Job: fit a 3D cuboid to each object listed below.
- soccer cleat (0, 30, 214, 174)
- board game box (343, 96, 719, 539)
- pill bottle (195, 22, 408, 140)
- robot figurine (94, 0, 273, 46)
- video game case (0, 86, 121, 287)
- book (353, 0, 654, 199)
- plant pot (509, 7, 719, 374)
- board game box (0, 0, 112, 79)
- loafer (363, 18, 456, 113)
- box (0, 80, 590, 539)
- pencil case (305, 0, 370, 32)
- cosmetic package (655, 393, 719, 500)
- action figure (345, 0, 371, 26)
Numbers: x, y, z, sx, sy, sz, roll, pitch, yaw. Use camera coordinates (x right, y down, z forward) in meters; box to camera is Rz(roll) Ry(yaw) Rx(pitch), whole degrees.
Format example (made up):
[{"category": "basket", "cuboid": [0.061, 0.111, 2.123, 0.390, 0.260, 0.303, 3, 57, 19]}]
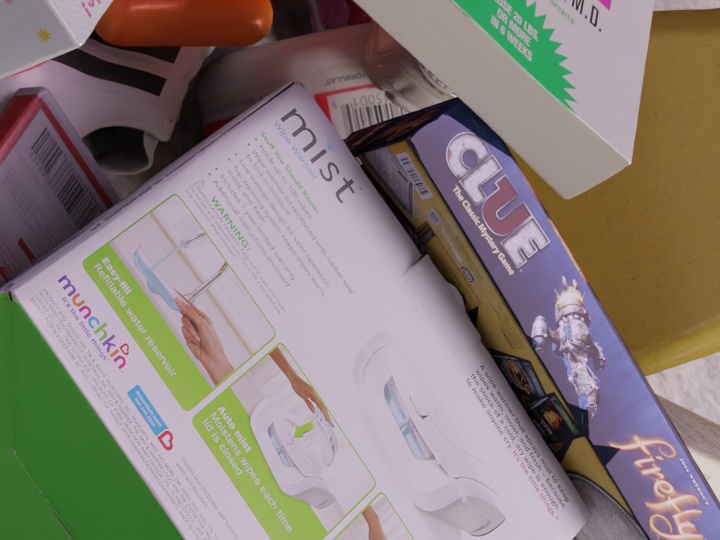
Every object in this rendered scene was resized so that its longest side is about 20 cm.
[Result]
[{"category": "soccer cleat", "cuboid": [-0.093, -0.087, 1.001, 0.200, 0.068, 0.086, -36, 113, -51]}, {"category": "board game box", "cuboid": [0.057, 0.033, 0.947, 0.034, 0.135, 0.201, -34, 99, -19]}, {"category": "pill bottle", "cuboid": [0.000, 0.000, 1.060, 0.112, 0.112, 0.202, -11, 90, -57]}, {"category": "robot figurine", "cuboid": [-0.066, -0.171, 0.937, 0.198, 0.145, 0.117, 4, 35, -26]}, {"category": "video game case", "cuboid": [-0.133, 0.052, 0.892, 0.143, 0.017, 0.201, 59, 45, -34]}, {"category": "book", "cuboid": [0.055, -0.141, 0.918, 0.133, 0.048, 0.201, 40, 41, -28]}, {"category": "plant pot", "cuboid": [0.189, -0.053, 1.307, 0.199, 0.175, 0.202, -12, 87, -57]}, {"category": "board game box", "cuboid": [-0.132, -0.180, 0.765, 0.201, 0.064, 0.148, 57, 37, -23]}, {"category": "loafer", "cuboid": [0.053, -0.156, 1.021, 0.070, 0.070, 0.202, 26, 59, -29]}, {"category": "box", "cuboid": [-0.038, 0.063, 0.870, 0.201, 0.096, 0.176, 55, 42, -6]}, {"category": "pencil case", "cuboid": [0.005, -0.136, 1.146, 0.086, 0.082, 0.202, -30, 103, -58]}, {"category": "cosmetic package", "cuboid": [0.152, 0.118, 1.237, 0.199, 0.103, 0.088, 25, 100, -48]}, {"category": "action figure", "cuboid": [-0.038, -0.202, 1.047, 0.201, 0.065, 0.099, 56, 4, 0]}]
